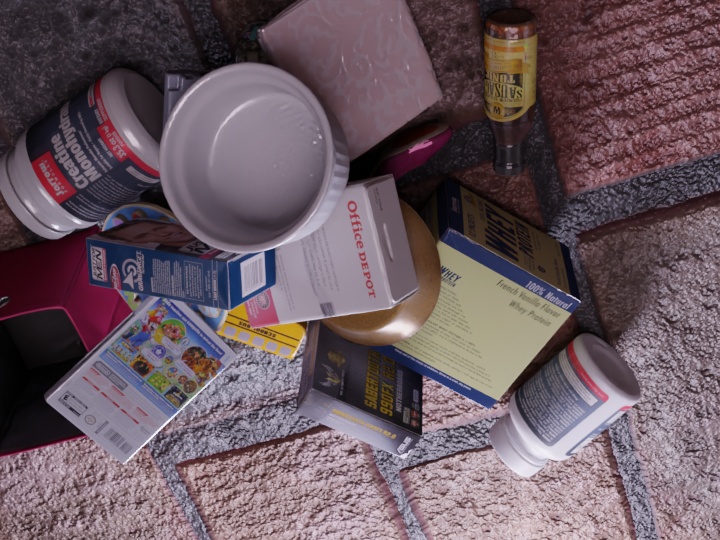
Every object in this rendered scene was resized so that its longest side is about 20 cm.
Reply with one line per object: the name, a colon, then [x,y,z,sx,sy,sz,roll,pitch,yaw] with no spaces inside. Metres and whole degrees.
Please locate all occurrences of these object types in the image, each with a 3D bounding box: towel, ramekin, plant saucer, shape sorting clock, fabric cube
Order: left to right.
fabric cube: [-0.411,0.090,1.531,0.196,0.200,0.200,-14,121,10]
shape sorting clock: [-0.250,0.004,1.481,0.200,0.039,0.200,20,134,22]
ramekin: [-0.108,-0.119,1.275,0.200,0.098,0.201,0,90,17]
towel: [-0.008,-0.242,1.367,0.191,0.032,0.200,-37,121,-19]
plant saucer: [0.000,0.000,1.423,0.200,0.035,0.201,7,106,25]

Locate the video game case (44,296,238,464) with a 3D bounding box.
video game case: [-0.268,0.129,1.451,0.200,0.018,0.143,-43,122,-3]

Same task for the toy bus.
toy bus: [-0.169,0.046,1.579,0.200,0.065,0.078,20,121,-12]

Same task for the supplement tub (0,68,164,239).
supplement tub: [-0.325,-0.139,1.423,0.200,0.140,0.140,-31,116,18]

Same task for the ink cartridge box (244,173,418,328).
ink cartridge box: [-0.046,-0.021,1.373,0.200,0.083,0.147,-9,99,29]

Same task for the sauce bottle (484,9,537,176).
sauce bottle: [0.182,-0.211,1.417,0.066,0.066,0.200,-4,120,3]

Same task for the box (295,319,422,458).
box: [0.003,0.134,1.531,0.158,0.200,0.048,26,122,-13]

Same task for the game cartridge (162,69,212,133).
game cartridge: [-0.134,-0.166,1.373,0.199,0.040,0.134,-3,111,-23]

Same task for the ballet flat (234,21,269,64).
ballet flat: [-0.117,-0.198,1.426,0.072,0.072,0.201,-6,122,4]

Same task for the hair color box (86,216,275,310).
hair color box: [-0.207,-0.011,1.355,0.200,0.100,0.061,9,110,26]

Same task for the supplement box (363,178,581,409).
supplement box: [0.138,0.031,1.502,0.200,0.134,0.200,28,118,-14]

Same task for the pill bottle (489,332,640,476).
pill bottle: [0.278,0.192,1.632,0.119,0.120,0.200,36,116,-19]

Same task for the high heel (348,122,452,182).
high heel: [0.049,-0.111,1.479,0.200,0.067,0.096,-25,111,31]
